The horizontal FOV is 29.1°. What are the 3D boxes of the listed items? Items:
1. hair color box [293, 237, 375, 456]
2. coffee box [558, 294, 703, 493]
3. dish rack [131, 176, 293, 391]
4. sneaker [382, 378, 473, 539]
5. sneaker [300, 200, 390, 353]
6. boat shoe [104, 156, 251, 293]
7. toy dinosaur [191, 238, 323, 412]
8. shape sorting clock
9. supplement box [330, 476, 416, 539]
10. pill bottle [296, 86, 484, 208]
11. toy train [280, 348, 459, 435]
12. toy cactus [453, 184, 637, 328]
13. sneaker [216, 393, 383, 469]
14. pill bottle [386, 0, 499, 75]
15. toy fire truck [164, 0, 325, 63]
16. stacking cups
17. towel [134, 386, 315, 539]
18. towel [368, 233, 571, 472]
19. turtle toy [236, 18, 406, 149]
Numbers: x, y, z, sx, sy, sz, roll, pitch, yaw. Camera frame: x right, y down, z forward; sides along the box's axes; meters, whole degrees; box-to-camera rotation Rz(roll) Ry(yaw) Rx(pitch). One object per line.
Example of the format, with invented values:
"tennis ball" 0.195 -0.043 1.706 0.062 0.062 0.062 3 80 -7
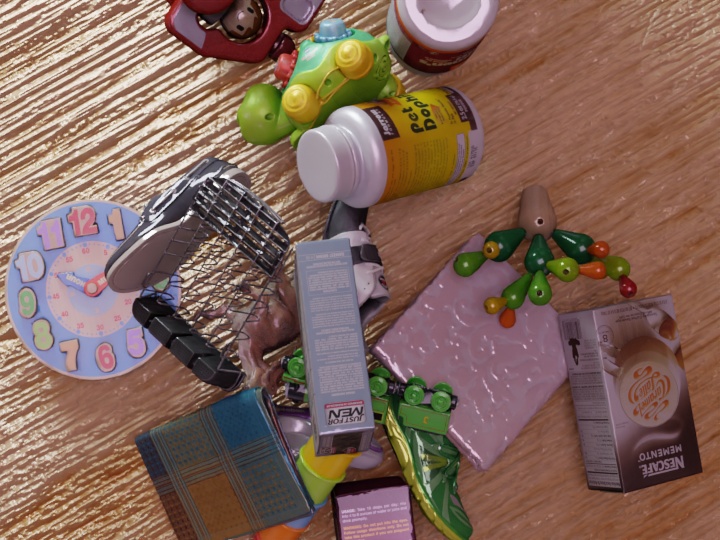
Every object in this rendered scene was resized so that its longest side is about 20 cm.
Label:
"hair color box" -0.029 0.080 1.428 0.060 0.099 0.203 -5 71 -6
"coffee box" 0.303 0.137 1.555 0.113 0.080 0.203 -9 88 -23
"dish rack" -0.152 0.009 1.475 0.153 0.054 0.202 38 105 26
"sneaker" 0.085 0.211 1.555 0.083 0.074 0.202 -24 89 -1
"sneaker" 0.000 0.000 1.542 0.087 0.074 0.203 8 83 25
"boat shoe" -0.212 -0.053 1.544 0.200 0.073 0.063 -41 56 -17
"toy dinosaur" -0.092 0.058 1.551 0.136 0.086 0.200 48 68 -12
"shape sorting clock" -0.299 0.021 1.556 0.197 0.039 0.204 0 87 -3
"supplement box" 0.021 0.336 1.527 0.084 0.110 0.203 -7 88 -4
"pill bottle" 0.032 -0.133 1.512 0.198 0.109 0.111 -17 89 -35
"toy train" 0.008 0.133 1.496 0.197 0.042 0.057 13 107 5
"toy cactus" 0.204 -0.020 1.553 0.197 0.103 0.167 -5 48 8
"sneaker" -0.074 0.200 1.558 0.197 0.075 0.101 12 109 -5
"pill bottle" 0.084 -0.276 1.513 0.108 0.200 0.111 0 87 -4
"toy fire truck" -0.119 -0.322 1.557 0.167 0.112 0.202 33 86 -20
"stacking cups" -0.072 0.249 1.512 0.060 0.061 0.201 34 115 -1
"towel" -0.149 0.219 1.510 0.198 0.022 0.148 -23 90 34
"towel" 0.134 0.091 1.559 0.191 0.032 0.200 45 68 0
"turtle toy" -0.049 -0.202 1.542 0.199 0.146 0.102 -37 67 10
